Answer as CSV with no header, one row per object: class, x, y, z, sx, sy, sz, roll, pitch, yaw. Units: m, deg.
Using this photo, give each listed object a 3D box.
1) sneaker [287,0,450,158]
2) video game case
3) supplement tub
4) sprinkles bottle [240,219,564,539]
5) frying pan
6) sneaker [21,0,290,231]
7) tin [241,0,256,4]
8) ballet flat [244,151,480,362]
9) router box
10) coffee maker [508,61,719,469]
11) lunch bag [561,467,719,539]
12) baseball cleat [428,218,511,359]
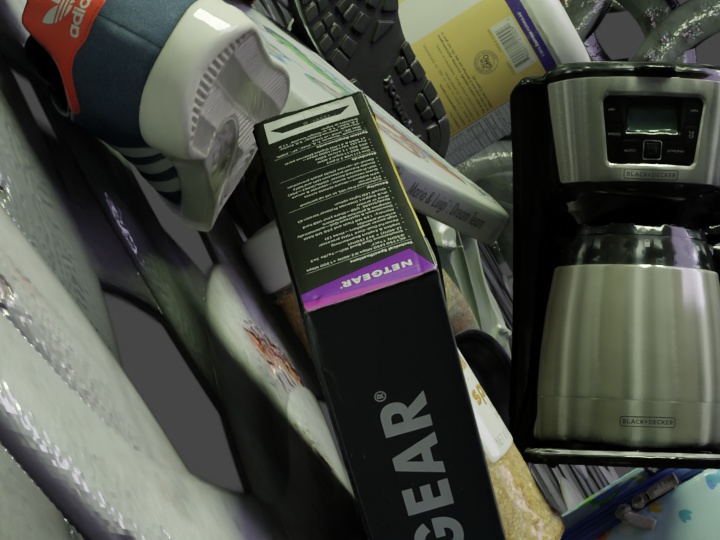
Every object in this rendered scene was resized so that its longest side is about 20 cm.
sneaker,-0.021,-0.140,1.007,0.087,0.076,0.201,17,-45,47
video game case,-0.034,-0.094,0.853,0.200,0.024,0.182,43,11,30
supplement tub,0.039,-0.140,1.158,0.146,0.199,0.146,57,8,-12
sprinkles bottle,0.021,0.056,0.818,0.201,0.068,0.068,59,7,-4
frying pan,0.043,0.065,0.919,0.190,0.031,0.115,55,42,-34
sneaker,-0.081,-0.073,0.664,0.084,0.075,0.200,28,-11,5
tin,-0.090,-0.190,0.891,0.112,0.042,0.200,34,-6,-6
ballet flat,0.000,0.000,0.945,0.201,0.070,0.071,54,8,-21
router box,0.015,0.054,0.652,0.149,0.051,0.201,-108,-178,-60
coffee maker,0.126,0.000,0.894,0.192,0.134,0.202,173,-80,-65
lunch bag,0.166,0.165,1.021,0.083,0.160,0.200,58,4,11
baseball cleat,0.042,0.021,1.110,0.106,0.070,0.202,10,-63,42
